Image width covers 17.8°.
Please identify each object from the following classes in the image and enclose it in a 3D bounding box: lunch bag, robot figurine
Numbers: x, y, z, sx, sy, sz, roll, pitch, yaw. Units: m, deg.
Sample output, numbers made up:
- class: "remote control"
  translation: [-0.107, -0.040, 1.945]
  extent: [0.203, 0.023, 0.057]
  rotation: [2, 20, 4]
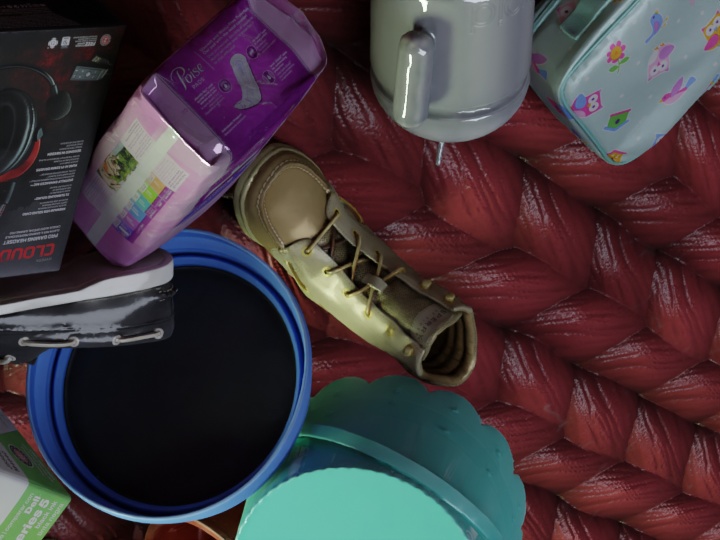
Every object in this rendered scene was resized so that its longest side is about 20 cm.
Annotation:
- class: "lunch bag"
  translation: [0.215, -0.191, 1.729]
  extent: [0.200, 0.077, 0.160]
  rotation: [-48, 142, 2]
- class: "robot figurine"
  translation: [0.062, -0.170, 1.571]
  extent: [0.170, 0.112, 0.201]
  rotation: [-54, 154, -40]

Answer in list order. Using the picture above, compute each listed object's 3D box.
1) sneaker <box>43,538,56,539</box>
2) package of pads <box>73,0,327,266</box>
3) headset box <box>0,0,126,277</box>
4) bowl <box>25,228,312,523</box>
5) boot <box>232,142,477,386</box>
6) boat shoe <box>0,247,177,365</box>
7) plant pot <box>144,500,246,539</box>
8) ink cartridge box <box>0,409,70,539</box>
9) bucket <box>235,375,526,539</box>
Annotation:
- class: "sneaker"
  translation: [-0.276, 0.254, 1.657]
  extent: [0.199, 0.090, 0.068]
  rotation: [-10, 132, -37]
- class: "package of pads"
  translation: [-0.105, -0.086, 1.438]
  extent: [0.121, 0.076, 0.200]
  rotation: [-46, -179, -29]
- class: "headset box"
  translation: [-0.242, -0.076, 1.399]
  extent: [0.148, 0.075, 0.201]
  rotation: [-7, 128, -41]
- class: "bowl"
  translation: [-0.126, 0.073, 1.551]
  extent: [0.201, 0.201, 0.039]
  rotation: [-43, 158, -3]
- class: "boot"
  translation: [0.000, 0.000, 1.629]
  extent: [0.073, 0.155, 0.200]
  rotation: [-47, 145, -10]
- class: "boat shoe"
  translation: [-0.215, 0.032, 1.498]
  extent: [0.198, 0.074, 0.061]
  rotation: [-12, 112, -21]
- class: "plant pot"
  translation: [-0.033, 0.234, 1.802]
  extent: [0.195, 0.200, 0.202]
  rotation: [-29, 141, -32]
- class: "ink cartridge box"
  translation: [-0.301, 0.108, 1.454]
  extent: [0.084, 0.145, 0.200]
  rotation: [-51, 143, 7]
- class: "bucket"
  translation: [0.010, 0.185, 1.591]
  extent: [0.135, 0.206, 0.208]
  rotation: [-64, 179, -66]
